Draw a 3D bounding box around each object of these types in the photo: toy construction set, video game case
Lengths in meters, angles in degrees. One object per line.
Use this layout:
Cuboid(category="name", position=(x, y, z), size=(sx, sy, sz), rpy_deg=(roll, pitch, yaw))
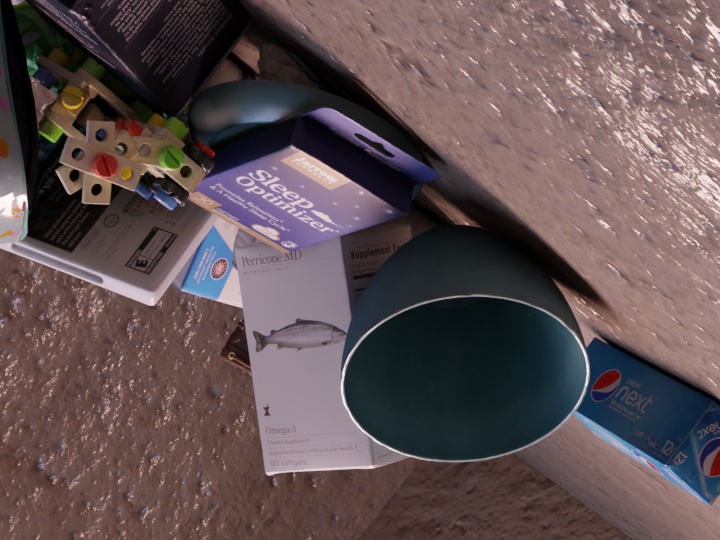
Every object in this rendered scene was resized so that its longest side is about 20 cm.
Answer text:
Cuboid(category="toy construction set", position=(-0.191, -0.105, 1.593), size=(0.131, 0.092, 0.200), rpy_deg=(40, -174, -25))
Cuboid(category="video game case", position=(-0.207, -0.069, 1.717), size=(0.181, 0.200, 0.023), rpy_deg=(20, 138, 14))

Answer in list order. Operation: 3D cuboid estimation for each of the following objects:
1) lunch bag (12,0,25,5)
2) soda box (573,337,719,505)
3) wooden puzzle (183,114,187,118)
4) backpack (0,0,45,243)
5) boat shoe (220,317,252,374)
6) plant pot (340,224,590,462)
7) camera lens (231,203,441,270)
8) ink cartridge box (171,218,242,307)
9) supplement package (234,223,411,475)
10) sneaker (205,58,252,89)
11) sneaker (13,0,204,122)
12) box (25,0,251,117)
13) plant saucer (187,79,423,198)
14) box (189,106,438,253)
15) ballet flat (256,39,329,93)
Cuboid(category="lunch bag", position=(-0.385, -0.275, 1.811), size=(0.124, 0.169, 0.201), rpy_deg=(67, -178, -86))
Cuboid(category="soda box", position=(0.245, 0.124, 1.716), size=(0.064, 0.068, 0.200), rpy_deg=(40, 176, -27))
Cuboid(category="wooden puzzle", position=(-0.207, -0.162, 1.852), size=(0.185, 0.046, 0.200), rpy_deg=(29, 173, -8))
Cuboid(category="backpack", position=(-0.328, -0.114, 1.605), size=(0.176, 0.153, 0.201), rpy_deg=(129, 124, -66))
Cuboid(category="boat shoe", position=(-0.040, 0.113, 1.885), size=(0.200, 0.070, 0.070), rpy_deg=(37, 173, 19))
Cuboid(category="plant pot", position=(0.081, 0.041, 1.667), size=(0.200, 0.200, 0.135), rpy_deg=(42, -150, -36))
Cuboid(category="camera lens", position=(0.000, 0.000, 1.907), size=(0.200, 0.160, 0.160), rpy_deg=(38, 176, 21))
Cuboid(category="ink cartridge box", position=(-0.094, -0.037, 2.054), size=(0.200, 0.146, 0.084), rpy_deg=(17, -169, -41))
Cuboid(category="supplement package", position=(-0.020, 0.067, 1.764), size=(0.117, 0.201, 0.117), rpy_deg=(-8, -179, 33))
Cuboid(category="sneaker", position=(-0.133, -0.158, 1.992), size=(0.088, 0.075, 0.200), rpy_deg=(38, 177, 5))
Cuboid(category="sneaker", position=(-0.232, -0.170, 1.708), size=(0.199, 0.084, 0.074), rpy_deg=(15, 133, 9))
Cuboid(category="box", position=(-0.197, -0.229, 1.573), size=(0.148, 0.104, 0.200), rpy_deg=(36, 176, 25))
Cuboid(category="plant saucer", position=(-0.047, -0.088, 1.639), size=(0.199, 0.028, 0.200), rpy_deg=(14, 156, 6))
Cuboid(category="box", position=(-0.045, -0.069, 1.606), size=(0.121, 0.033, 0.200), rpy_deg=(30, 151, -30))
Cuboid(category="ballet flat", position=(-0.032, -0.109, 1.690), size=(0.072, 0.072, 0.200), rpy_deg=(35, 173, 47))
